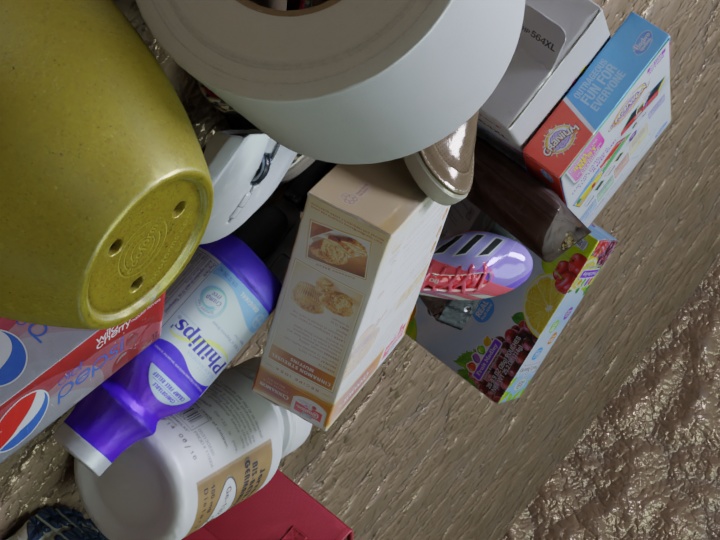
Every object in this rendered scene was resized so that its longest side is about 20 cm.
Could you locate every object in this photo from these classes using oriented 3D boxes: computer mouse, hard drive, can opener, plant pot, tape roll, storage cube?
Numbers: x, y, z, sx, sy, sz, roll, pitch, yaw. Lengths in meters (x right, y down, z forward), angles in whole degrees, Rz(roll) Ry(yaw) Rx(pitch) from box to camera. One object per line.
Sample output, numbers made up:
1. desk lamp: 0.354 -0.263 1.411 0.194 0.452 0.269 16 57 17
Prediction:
1. computer mouse: -0.076 -0.064 1.055 0.109 0.044 0.200 3 148 -48
2. hard drive: 0.109 -0.061 1.499 0.038 0.140 0.200 22 109 -28
3. can opener: -0.037 -0.061 1.262 0.200 0.053 0.066 -52 160 -7
4. plant pot: -0.163 -0.050 0.846 0.200 0.142 0.200 -46 160 -23
5. tape roll: -0.015 -0.174 0.895 0.203 0.202 0.139 -54 160 1
6. storage cube: -0.127 0.273 1.425 0.171 0.180 0.200 -45 160 -23

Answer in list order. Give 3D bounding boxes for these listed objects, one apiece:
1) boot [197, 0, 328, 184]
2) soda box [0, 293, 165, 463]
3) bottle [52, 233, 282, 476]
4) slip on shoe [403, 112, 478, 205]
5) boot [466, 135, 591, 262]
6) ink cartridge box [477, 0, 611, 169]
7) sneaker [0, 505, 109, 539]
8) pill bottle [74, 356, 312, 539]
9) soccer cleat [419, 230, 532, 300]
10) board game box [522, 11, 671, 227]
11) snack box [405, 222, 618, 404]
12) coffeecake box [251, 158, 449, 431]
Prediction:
1. boot: -0.029 -0.161 1.087 0.200 0.073 0.151 -47 161 -3
2. soda box: -0.217 0.059 1.025 0.200 0.063 0.070 -41 158 -36
3. bottle: -0.147 0.063 1.177 0.200 0.065 0.084 -49 128 -12
4. slip on shoe: 0.067 -0.149 1.172 0.060 0.201 0.076 -20 149 38
5. boot: 0.113 -0.061 1.387 0.064 0.200 0.186 -50 161 -9
6. ink cartridge box: 0.125 -0.180 1.326 0.125 0.128 0.200 -53 161 1
7. sneaker: -0.267 0.245 1.236 0.085 0.077 0.200 -51 156 22
8. pill bottle: -0.130 0.143 1.296 0.200 0.114 0.115 -26 147 -54
9. soccer cleat: 0.060 0.000 1.398 0.077 0.199 0.067 -113 -150 -68
10. board game box: 0.211 -0.119 1.375 0.153 0.040 0.200 -51 162 -5
11. snack box: 0.137 0.006 1.609 0.200 0.169 0.068 -59 157 16
12. coffeecake box: 0.000 0.000 1.230 0.154 0.073 0.200 -48 161 -51
